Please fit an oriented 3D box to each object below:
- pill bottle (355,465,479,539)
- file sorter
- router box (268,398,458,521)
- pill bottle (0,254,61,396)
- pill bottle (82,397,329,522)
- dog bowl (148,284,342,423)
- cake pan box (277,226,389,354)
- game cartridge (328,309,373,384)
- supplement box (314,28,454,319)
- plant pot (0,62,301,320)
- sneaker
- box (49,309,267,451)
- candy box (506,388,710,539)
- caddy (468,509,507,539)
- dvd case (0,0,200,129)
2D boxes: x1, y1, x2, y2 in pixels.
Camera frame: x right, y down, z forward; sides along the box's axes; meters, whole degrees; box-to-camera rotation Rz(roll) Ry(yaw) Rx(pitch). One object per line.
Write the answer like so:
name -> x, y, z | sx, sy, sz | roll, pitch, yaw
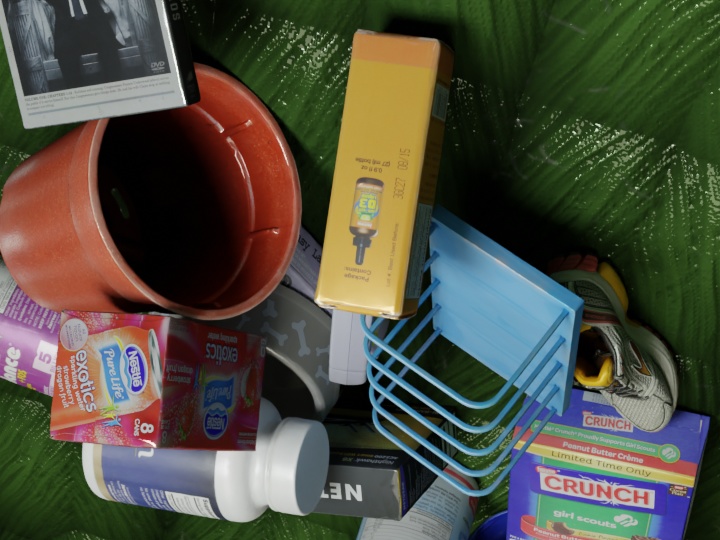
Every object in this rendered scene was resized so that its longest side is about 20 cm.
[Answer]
pill bottle -> 0.045, 0.289, 1.593 | 0.108, 0.201, 0.109 | 13, 144, 10
file sorter -> 0.082, 0.074, 1.278 | 0.138, 0.123, 0.200 | 35, 160, 20
router box -> -0.026, 0.173, 1.516 | 0.199, 0.157, 0.053 | 2, 108, 22
pill bottle -> -0.348, 0.044, 1.543 | 0.199, 0.113, 0.113 | 20, 144, 1
pill bottle -> -0.134, 0.160, 1.409 | 0.199, 0.111, 0.111 | 6, 142, 19
dog bowl -> -0.107, 0.083, 1.441 | 0.199, 0.059, 0.201 | 14, 144, 10
cake pan box -> -0.103, 0.027, 1.457 | 0.199, 0.052, 0.184 | -16, 128, 39
game cartridge -> 0.000, 0.000, 1.302 | 0.040, 0.134, 0.201 | 10, 144, 4
supplement box -> 0.019, -0.068, 1.158 | 0.066, 0.201, 0.069 | 9, 180, 13
plant pot -> -0.185, -0.046, 1.297 | 0.201, 0.202, 0.195 | 42, 146, -27
sneaker -> 0.204, 0.077, 1.347 | 0.077, 0.082, 0.200 | -11, 134, 36
box -> -0.154, 0.090, 1.262 | 0.095, 0.100, 0.200 | 3, 174, 19
candy box -> 0.227, 0.201, 1.499 | 0.168, 0.077, 0.201 | 12, 142, 12
caddy -> 0.195, 0.314, 1.607 | 0.199, 0.142, 0.105 | 3, 146, 22
dvd case -> -0.199, -0.208, 1.137 | 0.149, 0.025, 0.201 | -4, 104, 29
